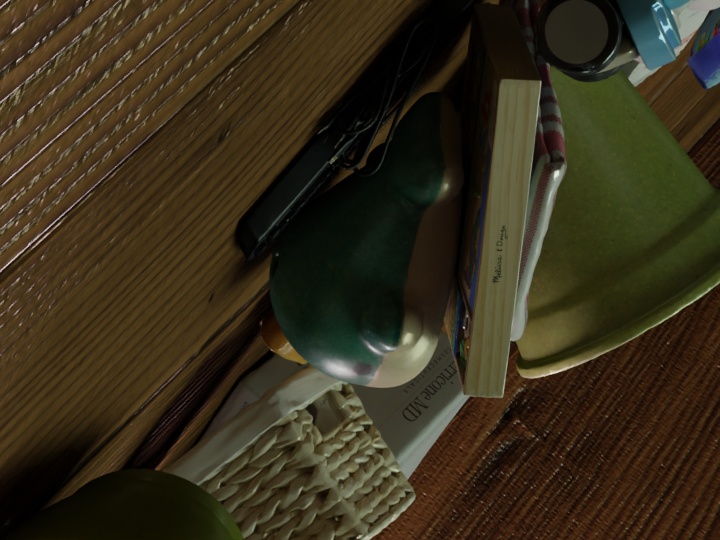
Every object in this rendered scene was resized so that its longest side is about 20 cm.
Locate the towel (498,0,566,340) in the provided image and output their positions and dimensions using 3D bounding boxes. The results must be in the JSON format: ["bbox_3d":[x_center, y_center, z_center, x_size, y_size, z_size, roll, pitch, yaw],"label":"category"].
[{"bbox_3d":[0.100,-0.078,1.559,0.147,0.030,0.201,99,-9,-46],"label":"towel"}]

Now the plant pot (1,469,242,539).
[{"bbox_3d":[-0.145,0.213,1.512,0.201,0.200,0.193,-52,-176,19],"label":"plant pot"}]

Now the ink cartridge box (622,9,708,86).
[{"bbox_3d":[0.237,-0.242,1.852,0.200,0.086,0.146,-53,172,29],"label":"ink cartridge box"}]

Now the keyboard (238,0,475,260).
[{"bbox_3d":[0.006,-0.079,1.490,0.200,0.040,0.104,-50,174,-5],"label":"keyboard"}]

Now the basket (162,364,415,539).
[{"bbox_3d":[-0.077,0.171,1.788,0.200,0.124,0.136,-37,177,21],"label":"basket"}]

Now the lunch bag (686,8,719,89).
[{"bbox_3d":[0.284,-0.202,1.683,0.200,0.094,0.151,-45,179,-9],"label":"lunch bag"}]

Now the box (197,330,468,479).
[{"bbox_3d":[-0.034,0.140,2.016,0.199,0.131,0.200,-42,170,-49],"label":"box"}]

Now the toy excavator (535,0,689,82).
[{"bbox_3d":[0.172,-0.221,1.446,0.199,0.195,0.100,-22,176,9],"label":"toy excavator"}]

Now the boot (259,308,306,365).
[{"bbox_3d":[0.000,0.001,1.804,0.144,0.071,0.201,-45,171,14],"label":"boot"}]

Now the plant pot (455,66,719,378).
[{"bbox_3d":[0.148,-0.055,1.783,0.200,0.185,0.200,-31,-173,4],"label":"plant pot"}]

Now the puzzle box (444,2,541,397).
[{"bbox_3d":[0.075,-0.043,1.521,0.133,0.025,0.201,-100,-166,-66],"label":"puzzle box"}]

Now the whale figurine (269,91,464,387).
[{"bbox_3d":[0.005,-0.020,1.551,0.200,0.103,0.160,110,-16,-49],"label":"whale figurine"}]

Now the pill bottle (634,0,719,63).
[{"bbox_3d":[0.201,-0.228,1.549,0.200,0.111,0.111,-54,173,-4],"label":"pill bottle"}]
